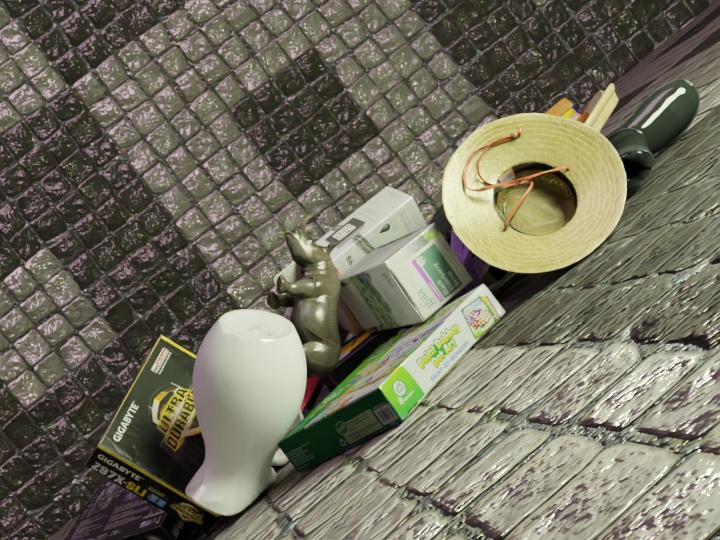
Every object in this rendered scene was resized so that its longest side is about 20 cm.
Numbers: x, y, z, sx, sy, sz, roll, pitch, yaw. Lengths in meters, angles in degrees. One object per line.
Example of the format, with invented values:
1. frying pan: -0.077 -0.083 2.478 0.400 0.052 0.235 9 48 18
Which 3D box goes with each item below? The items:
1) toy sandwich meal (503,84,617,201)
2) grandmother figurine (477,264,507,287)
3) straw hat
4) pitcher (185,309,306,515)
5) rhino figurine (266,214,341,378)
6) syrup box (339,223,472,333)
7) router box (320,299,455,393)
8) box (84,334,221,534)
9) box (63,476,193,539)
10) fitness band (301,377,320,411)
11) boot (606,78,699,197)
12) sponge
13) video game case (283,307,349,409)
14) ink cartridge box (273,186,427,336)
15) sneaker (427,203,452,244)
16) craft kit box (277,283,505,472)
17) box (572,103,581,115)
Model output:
1. toy sandwich meal: 0.236 -0.150 1.342 0.206 0.070 0.205 -57 -6 -10
2. grandmother figurine: 0.178 -0.023 1.321 0.122 0.060 0.200 -55 8 -28
3. straw hat: 0.191 -0.069 1.195 0.201 0.201 0.085 -38 -31 -3
4. pitcher: -0.110 0.144 1.212 0.171 0.121 0.201 -22 -54 -55
5. rhino figurine: -0.062 0.031 1.301 0.087 0.201 0.060 7 -17 -24
6. syrup box: 0.045 0.013 1.285 0.081 0.079 0.200 -38 5 -20
7. router box: 0.039 0.085 1.417 0.200 0.051 0.149 -38 4 -10
8. box: -0.209 0.188 1.295 0.049 0.159 0.200 -50 11 34
9. box: -0.270 0.292 1.367 0.199 0.044 0.161 -24 24 31
10. fitness band: -0.096 0.169 1.387 0.201 0.037 0.144 -62 10 -31
11. boot: 0.335 -0.153 1.319 0.165 0.066 0.200 -47 -4 22
12. sponge: 0.137 -0.068 1.321 0.201 0.030 0.112 -82 8 -48
13. video game case: -0.068 0.094 1.505 0.143 0.018 0.201 17 -79 -57
14. ink cartridge box: 0.000 0.000 1.426 0.200 0.116 0.067 -39 33 -14
15. sneaker: 0.134 -0.034 1.491 0.106 0.075 0.200 -50 14 -6
16. craft kit box: 0.031 0.113 1.152 0.197 0.049 0.200 -37 1 -42
17. box: 0.264 -0.142 1.726 0.184 0.105 0.200 -37 3 39
